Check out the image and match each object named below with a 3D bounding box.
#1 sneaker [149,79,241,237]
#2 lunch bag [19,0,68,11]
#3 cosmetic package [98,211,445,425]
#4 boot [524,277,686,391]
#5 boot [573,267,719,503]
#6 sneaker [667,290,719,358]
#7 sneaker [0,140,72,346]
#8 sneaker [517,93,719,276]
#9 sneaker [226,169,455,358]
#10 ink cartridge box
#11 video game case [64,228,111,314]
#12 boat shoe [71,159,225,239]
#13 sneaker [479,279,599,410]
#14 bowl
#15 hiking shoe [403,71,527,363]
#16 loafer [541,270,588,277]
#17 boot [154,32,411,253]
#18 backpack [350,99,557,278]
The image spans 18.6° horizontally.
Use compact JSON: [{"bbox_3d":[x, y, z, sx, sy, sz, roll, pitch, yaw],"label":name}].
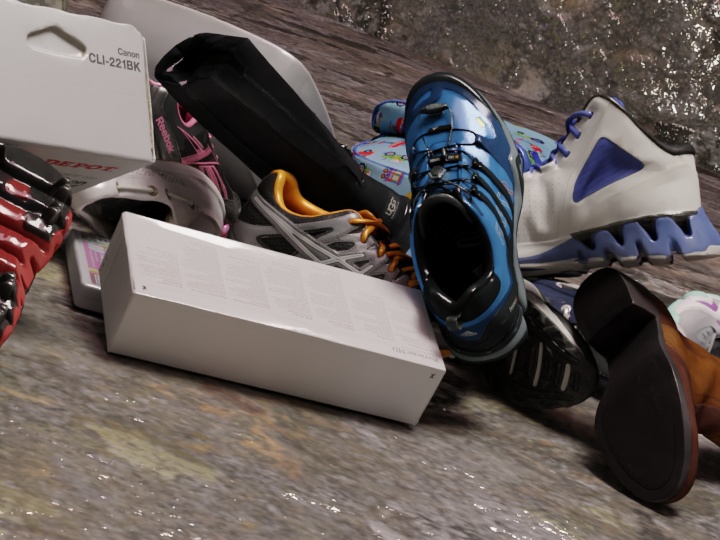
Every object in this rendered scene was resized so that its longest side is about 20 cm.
[{"bbox_3d":[-0.131,-0.088,1.630,0.079,0.096,0.200,21,-5,22],"label":"sneaker"},{"bbox_3d":[-0.317,-0.199,1.617,0.200,0.168,0.139,-3,30,-35],"label":"lunch bag"},{"bbox_3d":[-0.054,0.031,1.311,0.200,0.051,0.083,15,30,-21],"label":"cosmetic package"},{"bbox_3d":[0.151,0.049,1.603,0.090,0.073,0.200,7,7,-29],"label":"boot"},{"bbox_3d":[0.229,0.109,1.442,0.200,0.068,0.188,34,22,-34],"label":"boot"},{"bbox_3d":[0.322,0.077,1.708,0.140,0.078,0.200,27,14,38],"label":"sneaker"},{"bbox_3d":[-0.209,0.019,1.107,0.071,0.098,0.201,31,33,-6],"label":"sneaker"},{"bbox_3d":[0.137,-0.058,1.461,0.199,0.115,0.081,-3,-7,5],"label":"sneaker"},{"bbox_3d":[0.000,0.000,1.441,0.200,0.077,0.078,24,10,15],"label":"sneaker"},{"bbox_3d":[-0.236,-0.082,1.258,0.200,0.084,0.144,-18,-16,38],"label":"ink cartridge box"},{"bbox_3d":[-0.090,0.024,1.411,0.200,0.018,0.143,17,11,-14],"label":"video game case"},{"bbox_3d":[-0.150,-0.038,1.500,0.200,0.071,0.069,27,39,-60],"label":"boat shoe"},{"bbox_3d":[0.110,0.038,1.517,0.079,0.074,0.200,0,19,-29],"label":"sneaker"},{"bbox_3d":[-0.125,-0.131,1.810,0.200,0.075,0.200,22,-20,19],"label":"bowl"},{"bbox_3d":[0.065,-0.045,1.380,0.074,0.200,0.087,-16,-25,11],"label":"hiking shoe"},{"bbox_3d":[0.118,-0.029,1.657,0.072,0.063,0.200,-2,-5,31],"label":"loafer"},{"bbox_3d":[-0.073,-0.080,1.530,0.165,0.066,0.200,-9,-40,47],"label":"boot"},{"bbox_3d":[0.061,-0.058,1.776,0.182,0.135,0.200,24,15,28],"label":"backpack"}]
